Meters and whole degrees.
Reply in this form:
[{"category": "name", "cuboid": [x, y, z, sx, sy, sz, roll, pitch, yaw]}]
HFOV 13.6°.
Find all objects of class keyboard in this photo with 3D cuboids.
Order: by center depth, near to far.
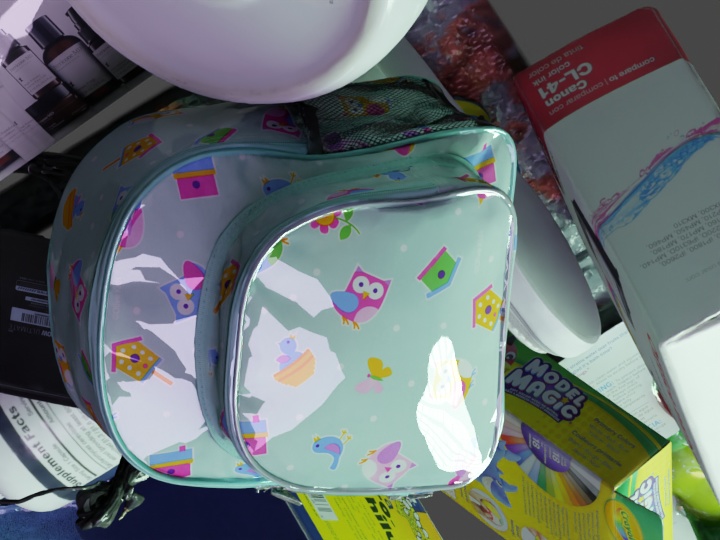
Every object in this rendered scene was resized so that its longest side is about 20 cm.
[{"category": "keyboard", "cuboid": [-0.142, -0.002, 1.419, 0.199, 0.021, 0.128, 11, 95, 13]}]

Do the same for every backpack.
[{"category": "backpack", "cuboid": [-0.032, 0.013, 1.314, 0.199, 0.153, 0.177, -2, 111, -15]}]

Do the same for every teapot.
[{"category": "teapot", "cuboid": [-0.039, -0.182, 1.275, 0.197, 0.146, 0.200, 47, 135, -16]}]

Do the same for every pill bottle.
[{"category": "pill bottle", "cuboid": [-0.142, 0.049, 1.484, 0.200, 0.111, 0.111, -30, 137, 10]}]

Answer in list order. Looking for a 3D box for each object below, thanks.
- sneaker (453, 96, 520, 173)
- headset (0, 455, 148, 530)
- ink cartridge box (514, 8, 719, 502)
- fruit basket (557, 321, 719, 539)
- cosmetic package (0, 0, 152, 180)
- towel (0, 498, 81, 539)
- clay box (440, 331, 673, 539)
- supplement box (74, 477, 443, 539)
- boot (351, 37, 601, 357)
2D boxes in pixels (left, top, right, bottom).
[{"category": "sneaker", "cuboid": [0.000, 0.000, 1.517, 0.200, 0.079, 0.066, -40, 136, 21]}, {"category": "headset", "cuboid": [-0.197, 0.071, 1.405, 0.199, 0.094, 0.124, 23, 131, 18]}, {"category": "ink cartridge box", "cuboid": [0.162, -0.006, 1.472, 0.085, 0.200, 0.148, -25, 137, 2]}, {"category": "fruit basket", "cuboid": [0.218, 0.071, 1.687, 0.185, 0.094, 0.200, -33, 121, 11]}, {"category": "cosmetic package", "cuboid": [-0.194, -0.075, 1.374, 0.200, 0.051, 0.083, -34, 124, 14]}, {"category": "towel", "cuboid": [-0.206, 0.137, 1.593, 0.199, 0.049, 0.112, -1, 134, -21]}, {"category": "clay box", "cuboid": [0.096, 0.100, 1.568, 0.048, 0.200, 0.115, -38, 144, -26]}, {"category": "supplement box", "cuboid": [-0.041, 0.150, 1.571, 0.109, 0.110, 0.200, -35, 164, 15]}, {"category": "boot", "cuboid": [0.024, -0.023, 1.448, 0.095, 0.200, 0.074, -38, 175, 25]}]
